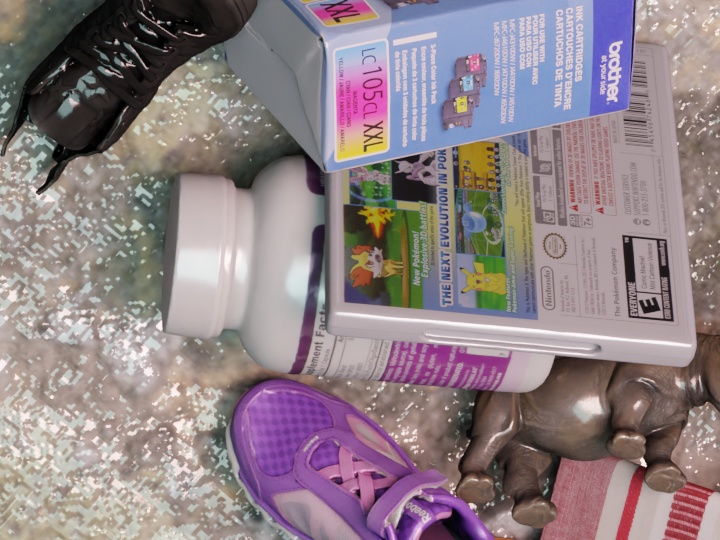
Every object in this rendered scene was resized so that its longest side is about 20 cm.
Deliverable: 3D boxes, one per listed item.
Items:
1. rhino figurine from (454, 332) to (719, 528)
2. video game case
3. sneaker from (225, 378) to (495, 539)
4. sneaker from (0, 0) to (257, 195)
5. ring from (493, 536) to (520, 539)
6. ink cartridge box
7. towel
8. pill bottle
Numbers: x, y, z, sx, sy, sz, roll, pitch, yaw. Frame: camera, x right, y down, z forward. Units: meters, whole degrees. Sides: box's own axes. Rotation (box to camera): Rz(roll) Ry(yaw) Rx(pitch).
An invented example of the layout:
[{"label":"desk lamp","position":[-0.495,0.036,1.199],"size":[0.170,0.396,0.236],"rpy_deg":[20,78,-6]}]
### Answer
[{"label":"rhino figurine","position":[0.146,0.070,1.557],"size":[0.199,0.088,0.060],"rpy_deg":[-16,133,17]},{"label":"video game case","position":[0.072,-0.043,1.489],"size":[0.181,0.201,0.022],"rpy_deg":[5,141,-7]},{"label":"sneaker","position":[0.013,0.125,1.542],"size":[0.080,0.089,0.200],"rpy_deg":[-42,77,-17]},{"label":"sneaker","position":[-0.119,-0.099,1.459],"size":[0.060,0.200,0.104],"rpy_deg":[41,73,-10]},{"label":"ring","position":[0.064,0.241,1.648],"size":[0.199,0.019,0.202],"rpy_deg":[-2,107,-5]},{"label":"ink cartridge box","position":[0.046,-0.125,1.460],"size":[0.199,0.137,0.077],"rpy_deg":[-11,122,-22]},{"label":"towel","position":[0.170,0.185,1.551],"size":[0.023,0.199,0.145],"rpy_deg":[6,99,-49]},{"label":"pill bottle","position":[0.000,0.000,1.525],"size":[0.198,0.112,0.113],"rpy_deg":[6,105,-7]}]
